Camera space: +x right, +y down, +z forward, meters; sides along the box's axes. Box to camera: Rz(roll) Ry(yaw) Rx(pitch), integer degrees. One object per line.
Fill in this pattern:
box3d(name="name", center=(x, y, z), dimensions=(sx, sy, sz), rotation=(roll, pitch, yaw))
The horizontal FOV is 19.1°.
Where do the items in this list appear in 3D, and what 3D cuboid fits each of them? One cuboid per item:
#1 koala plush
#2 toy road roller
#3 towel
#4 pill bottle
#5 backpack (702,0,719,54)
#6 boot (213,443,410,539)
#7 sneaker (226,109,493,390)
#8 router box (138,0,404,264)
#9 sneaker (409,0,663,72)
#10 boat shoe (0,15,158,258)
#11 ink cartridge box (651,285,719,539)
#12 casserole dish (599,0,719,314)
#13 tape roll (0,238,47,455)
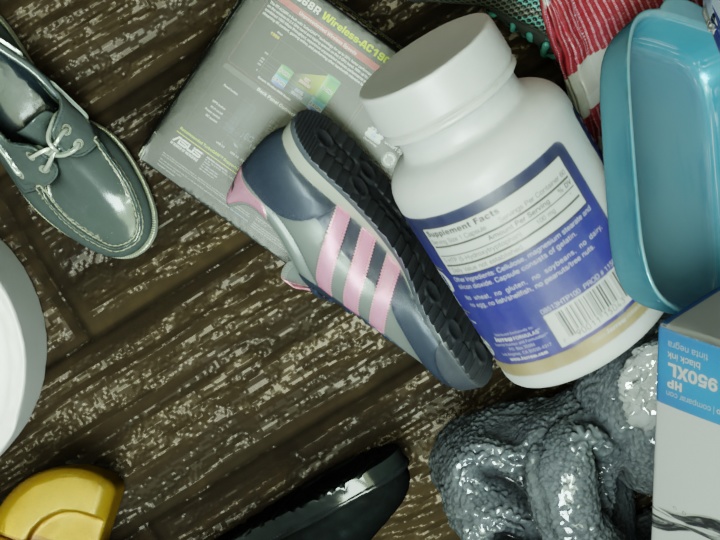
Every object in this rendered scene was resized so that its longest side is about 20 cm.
box3d(name="koala plush", center=(0.160, 0.103, 1.313), dimensions=(0.184, 0.177, 0.201), rotation=(40, 108, 9))
box3d(name="toy road roller", center=(-0.231, 0.185, 1.382), dimensions=(0.198, 0.123, 0.147), rotation=(18, 85, 0))
box3d(name="towel", center=(0.194, -0.125, 1.305), dimensions=(0.143, 0.023, 0.201), rotation=(-24, 117, -6))
box3d(name="pill bottle", center=(0.088, -0.043, 1.258), dimensions=(0.119, 0.120, 0.201), rotation=(-30, 108, 8))
box3d(name="backpack", center=(0.272, -0.165, 1.186), dimensions=(0.198, 0.191, 0.155), rotation=(-5, 129, -1))
box3d(name="boot", center=(-0.017, 0.224, 1.394), dimensions=(0.197, 0.073, 0.163), rotation=(-32, 94, 15))
box3d(name="sneaker", center=(0.000, 0.000, 1.306), dimensions=(0.082, 0.070, 0.201), rotation=(-33, 97, 29))
box3d(name="router box", center=(-0.018, -0.080, 1.350), dimensions=(0.199, 0.062, 0.150), rotation=(36, 100, -2))
box3d(name="sneaker", center=(0.122, -0.160, 1.326), dimensions=(0.198, 0.078, 0.092), rotation=(2, 103, 5))
box3d(name="boat shoe", center=(-0.206, -0.085, 1.361), dimensions=(0.073, 0.062, 0.200), rotation=(-38, 95, 8))
box3d(name="ink cartridge box", center=(0.236, 0.106, 1.214), dimensions=(0.084, 0.144, 0.202), rotation=(19, 121, 37))
box3d(name="casserole dish", center=(0.184, -0.057, 1.245), dimensions=(0.039, 0.120, 0.202), rotation=(-14, 73, 45))
box3d(name="tape roll", center=(-0.307, 0.053, 1.386), dimensions=(0.200, 0.071, 0.205), rotation=(1, 99, 4))
